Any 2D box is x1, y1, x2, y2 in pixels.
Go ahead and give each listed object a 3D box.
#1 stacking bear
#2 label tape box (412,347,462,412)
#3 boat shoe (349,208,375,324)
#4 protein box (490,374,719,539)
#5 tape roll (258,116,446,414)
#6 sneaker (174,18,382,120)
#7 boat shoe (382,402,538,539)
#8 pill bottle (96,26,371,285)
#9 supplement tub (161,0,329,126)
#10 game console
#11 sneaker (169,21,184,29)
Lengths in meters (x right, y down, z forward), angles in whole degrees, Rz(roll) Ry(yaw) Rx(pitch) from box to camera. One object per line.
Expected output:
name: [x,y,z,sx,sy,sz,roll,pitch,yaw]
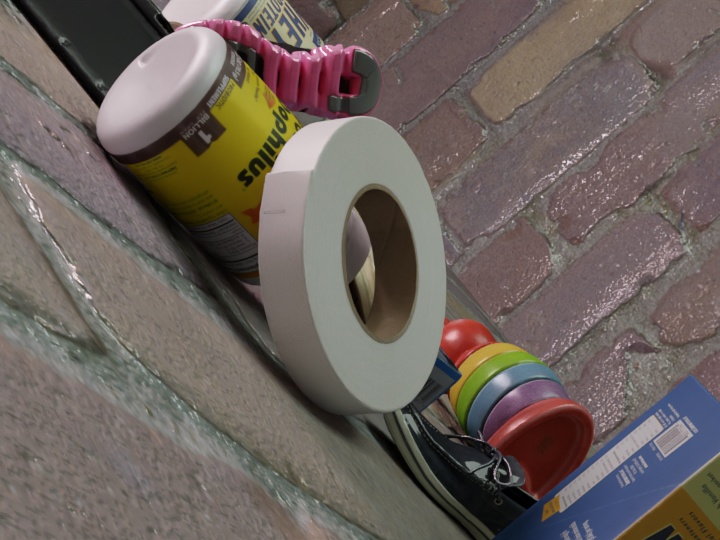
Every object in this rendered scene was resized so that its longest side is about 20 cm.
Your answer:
stacking bear: [0.132,0.122,1.701,0.121,0.114,0.200,44,2,-44]
label tape box: [-0.014,0.018,1.415,0.200,0.063,0.144,52,5,23]
boat shoe: [0.000,0.000,1.298,0.064,0.071,0.201,0,65,-31]
protein box: [0.195,0.196,1.110,0.135,0.200,0.199,49,5,-4]
tape roll: [-0.001,-0.004,1.153,0.203,0.037,0.204,15,73,-60]
sneaker: [-0.085,-0.171,1.492,0.199,0.079,0.095,10,5,-26]
boat shoe: [0.088,0.157,1.286,0.200,0.062,0.075,46,8,-21]
pill bottle: [-0.081,-0.065,1.189,0.200,0.109,0.109,46,6,-31]
supplement tub: [-0.116,-0.227,1.881,0.200,0.145,0.145,46,6,-28]
game console: [-0.190,-0.146,1.369,0.200,0.116,0.176,51,-25,9]
sneaker: [-0.142,-0.149,1.649,0.200,0.070,0.076,45,24,-7]
